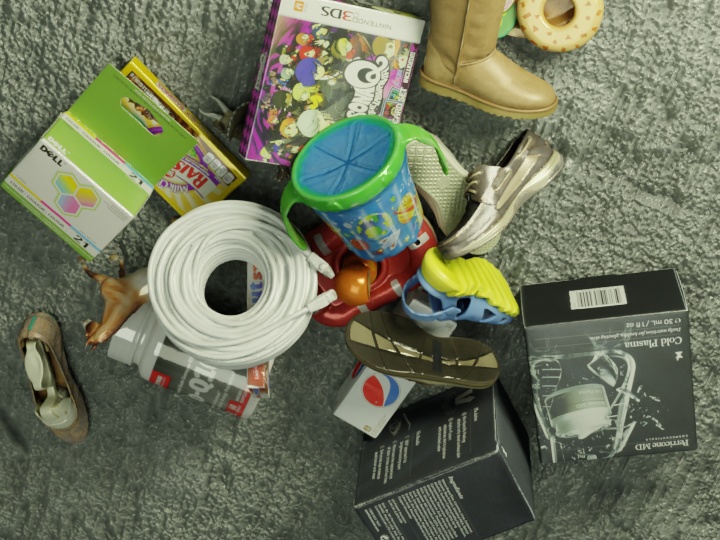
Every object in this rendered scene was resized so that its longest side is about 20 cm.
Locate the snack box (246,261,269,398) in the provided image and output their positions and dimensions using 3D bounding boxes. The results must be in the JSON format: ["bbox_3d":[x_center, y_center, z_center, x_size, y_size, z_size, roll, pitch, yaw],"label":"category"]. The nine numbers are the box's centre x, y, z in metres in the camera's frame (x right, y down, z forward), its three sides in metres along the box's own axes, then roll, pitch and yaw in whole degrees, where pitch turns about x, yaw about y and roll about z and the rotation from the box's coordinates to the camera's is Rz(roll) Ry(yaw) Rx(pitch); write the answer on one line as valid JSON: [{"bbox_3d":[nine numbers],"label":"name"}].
[{"bbox_3d":[-0.125,0.052,1.665,0.024,0.072,0.201,-1,75,0],"label":"snack box"}]

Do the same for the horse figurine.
[{"bbox_3d":[-0.262,0.007,1.678,0.199,0.133,0.050,-21,136,-8],"label":"horse figurine"}]

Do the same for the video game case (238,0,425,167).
[{"bbox_3d":[-0.033,-0.213,1.572,0.180,0.036,0.201,8,108,-23],"label":"video game case"}]

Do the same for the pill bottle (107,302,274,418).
[{"bbox_3d":[-0.214,0.102,1.732,0.199,0.114,0.114,22,114,-5],"label":"pill bottle"}]

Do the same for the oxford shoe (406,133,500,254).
[{"bbox_3d":[0.107,-0.099,1.650,0.075,0.058,0.200,-38,121,7],"label":"oxford shoe"}]

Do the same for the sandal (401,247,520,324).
[{"bbox_3d":[0.119,0.030,1.655,0.087,0.080,0.199,-41,143,25],"label":"sandal"}]

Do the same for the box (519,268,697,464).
[{"bbox_3d":[0.308,0.119,1.691,0.199,0.124,0.198,-7,115,8],"label":"box"}]

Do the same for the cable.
[{"bbox_3d":[-0.149,0.016,1.602,0.200,0.069,0.200,-38,76,-8],"label":"cable"}]

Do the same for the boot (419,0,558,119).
[{"bbox_3d":[0.150,-0.276,1.511,0.174,0.066,0.201,14,130,9],"label":"boot"}]

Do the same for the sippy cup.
[{"bbox_3d":[0.007,-0.086,1.553,0.177,0.140,0.131,-2,140,31],"label":"sippy cup"}]

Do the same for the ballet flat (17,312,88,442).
[{"bbox_3d":[-0.414,0.155,1.799,0.068,0.067,0.201,-10,113,10],"label":"ballet flat"}]

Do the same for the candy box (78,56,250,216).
[{"bbox_3d":[-0.241,-0.156,1.668,0.102,0.026,0.200,-39,105,23],"label":"candy box"}]

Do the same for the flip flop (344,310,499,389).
[{"bbox_3d":[0.073,0.107,1.669,0.199,0.082,0.058,13,150,-14],"label":"flip flop"}]

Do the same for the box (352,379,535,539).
[{"bbox_3d":[0.108,0.254,1.726,0.199,0.197,0.118,-24,111,15],"label":"box"}]

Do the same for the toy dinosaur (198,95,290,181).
[{"bbox_3d":[-0.086,-0.175,1.619,0.199,0.077,0.103,-17,125,17],"label":"toy dinosaur"}]

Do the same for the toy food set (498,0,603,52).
[{"bbox_3d":[0.192,-0.353,1.530,0.197,0.049,0.201,14,115,-1],"label":"toy food set"}]

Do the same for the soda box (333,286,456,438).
[{"bbox_3d":[0.044,0.114,1.742,0.068,0.064,0.200,30,112,-9],"label":"soda box"}]

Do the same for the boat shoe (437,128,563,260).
[{"bbox_3d":[0.153,-0.091,1.601,0.200,0.074,0.073,-44,97,-24],"label":"boat shoe"}]

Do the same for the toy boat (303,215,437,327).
[{"bbox_3d":[0.000,0.000,1.658,0.199,0.131,0.131,-29,109,17],"label":"toy boat"}]

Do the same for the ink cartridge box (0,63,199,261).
[{"bbox_3d":[-0.315,-0.129,1.635,0.148,0.076,0.200,41,127,-13],"label":"ink cartridge box"}]
